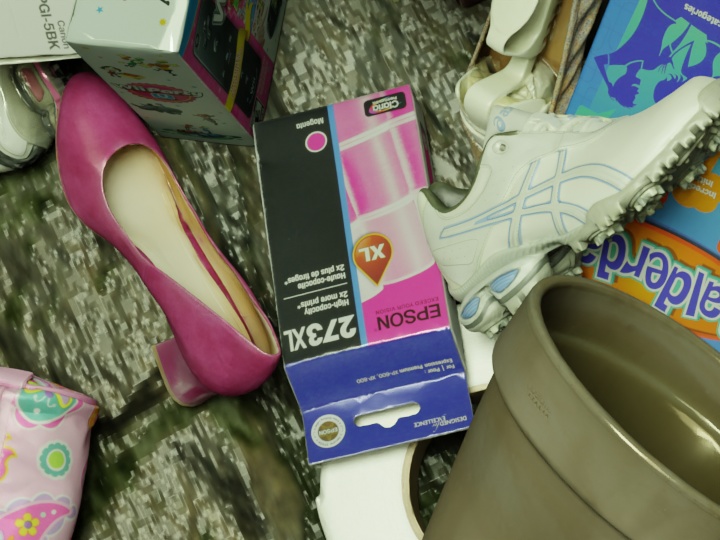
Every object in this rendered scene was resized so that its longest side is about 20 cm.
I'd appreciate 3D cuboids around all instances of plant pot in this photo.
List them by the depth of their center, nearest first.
[{"bbox_3d":[0.114,0.131,1.188,0.200,0.200,0.174,42,110,14],"label":"plant pot"}]

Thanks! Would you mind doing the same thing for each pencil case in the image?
[{"bbox_3d":[-0.205,0.154,1.321,0.087,0.087,0.201,14,81,12],"label":"pencil case"}]

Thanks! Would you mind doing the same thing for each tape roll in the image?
[{"bbox_3d":[0.077,0.116,1.305,0.202,0.037,0.204,-2,79,8],"label":"tape roll"}]

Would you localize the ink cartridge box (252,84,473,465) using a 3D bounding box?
[{"bbox_3d":[0.000,0.000,1.315,0.094,0.037,0.201,-14,64,9],"label":"ink cartridge box"}]

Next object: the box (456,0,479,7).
[{"bbox_3d":[0.097,-0.275,1.308,0.199,0.166,0.165,-27,76,3],"label":"box"}]

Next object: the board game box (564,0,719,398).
[{"bbox_3d":[0.176,-0.050,1.254,0.152,0.045,0.201,29,119,17],"label":"board game box"}]

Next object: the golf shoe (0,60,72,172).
[{"bbox_3d":[-0.240,-0.147,1.389,0.092,0.073,0.201,-32,76,4],"label":"golf shoe"}]

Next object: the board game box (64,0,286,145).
[{"bbox_3d":[-0.090,-0.162,1.301,0.064,0.200,0.148,8,81,12],"label":"board game box"}]

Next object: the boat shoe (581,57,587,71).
[{"bbox_3d":[0.195,-0.050,1.301,0.199,0.072,0.072,27,87,9],"label":"boat shoe"}]

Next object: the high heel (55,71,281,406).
[{"bbox_3d":[-0.103,-0.025,1.319,0.067,0.096,0.201,-13,82,-36],"label":"high heel"}]

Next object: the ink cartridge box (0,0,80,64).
[{"bbox_3d":[-0.177,-0.224,1.307,0.082,0.147,0.200,-4,35,9],"label":"ink cartridge box"}]

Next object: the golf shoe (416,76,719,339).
[{"bbox_3d":[0.103,-0.053,1.226,0.200,0.078,0.097,-39,80,33],"label":"golf shoe"}]

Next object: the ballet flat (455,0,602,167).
[{"bbox_3d":[0.083,-0.116,1.278,0.068,0.067,0.201,31,128,24],"label":"ballet flat"}]
